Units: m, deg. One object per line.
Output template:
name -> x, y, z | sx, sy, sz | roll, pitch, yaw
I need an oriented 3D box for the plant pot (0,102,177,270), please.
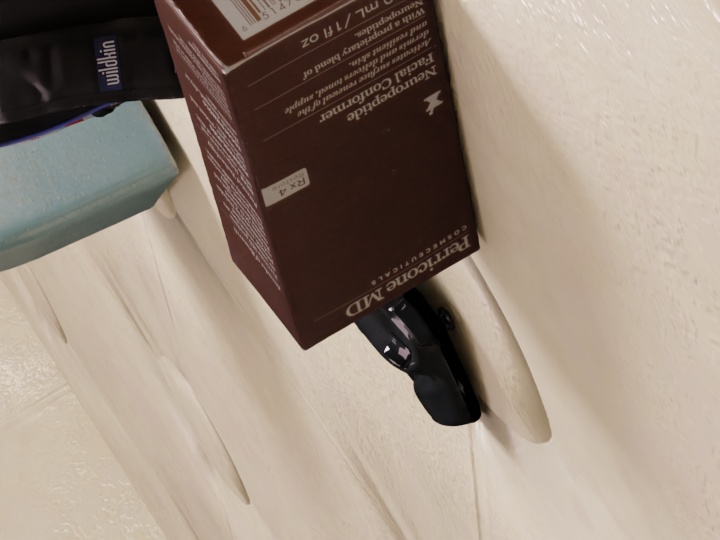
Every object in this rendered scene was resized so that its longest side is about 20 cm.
plant pot -> -0.265, -0.091, 1.983 | 0.197, 0.200, 0.196 | 60, 168, 0

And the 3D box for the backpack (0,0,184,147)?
backpack -> -0.171, -0.160, 1.469 | 0.201, 0.190, 0.154 | 63, -175, -14

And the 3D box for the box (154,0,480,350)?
box -> -0.017, -0.065, 1.261 | 0.075, 0.100, 0.200 | 52, 167, 34

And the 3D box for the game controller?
game controller -> 0.000, 0.000, 1.533 | 0.200, 0.042, 0.104 | 51, 180, 40
